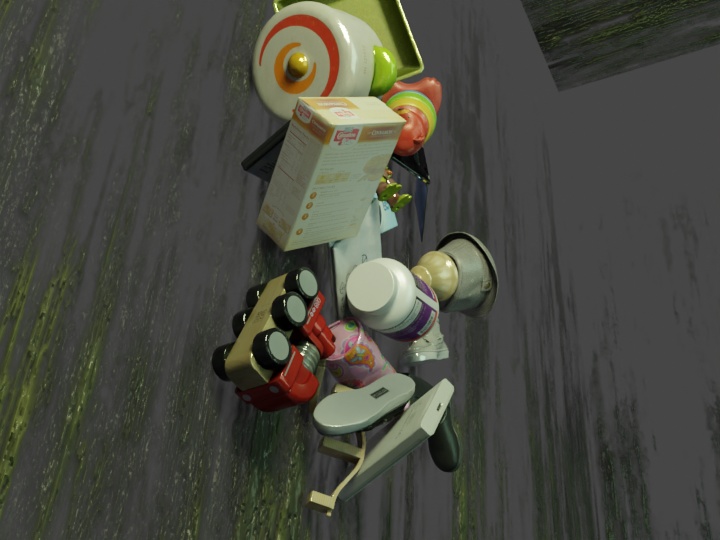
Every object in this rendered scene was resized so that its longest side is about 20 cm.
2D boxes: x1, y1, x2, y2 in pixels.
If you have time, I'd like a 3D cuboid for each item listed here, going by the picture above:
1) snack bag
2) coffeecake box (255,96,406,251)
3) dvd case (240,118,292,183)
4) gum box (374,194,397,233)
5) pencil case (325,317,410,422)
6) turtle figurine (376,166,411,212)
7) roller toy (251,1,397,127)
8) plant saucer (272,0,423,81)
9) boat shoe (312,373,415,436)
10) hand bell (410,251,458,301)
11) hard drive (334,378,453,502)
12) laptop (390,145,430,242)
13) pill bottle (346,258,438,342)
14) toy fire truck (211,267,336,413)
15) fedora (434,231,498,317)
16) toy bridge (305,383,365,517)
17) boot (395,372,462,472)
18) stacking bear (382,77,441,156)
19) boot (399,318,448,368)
[{"bbox_3d":[0.000,0.000,1.187,0.200,0.021,0.189,-48,139,-54],"label":"snack bag"},{"bbox_3d":[-0.042,-0.137,1.001,0.153,0.200,0.073,-14,48,-47],"label":"coffeecake box"},{"bbox_3d":[-0.066,-0.167,1.067,0.200,0.142,0.018,22,36,-59],"label":"dvd case"},{"bbox_3d":[-0.009,-0.140,1.271,0.200,0.044,0.171,-30,106,-63],"label":"gum box"},{"bbox_3d":[0.007,0.162,1.138,0.200,0.087,0.088,54,35,-39],"label":"pencil case"},{"bbox_3d":[0.021,-0.185,1.216,0.162,0.064,0.200,64,1,28],"label":"turtle figurine"},{"bbox_3d":[-0.066,-0.299,1.073,0.183,0.200,0.140,55,26,10],"label":"roller toy"},{"bbox_3d":[-0.020,-0.383,1.191,0.048,0.199,0.201,66,4,-88],"label":"plant saucer"},{"bbox_3d":[0.008,0.208,1.046,0.200,0.069,0.057,-14,126,-45],"label":"boat shoe"},{"bbox_3d":[0.095,0.023,1.394,0.200,0.104,0.105,-10,88,-50],"label":"hand bell"},{"bbox_3d":[0.051,0.253,1.068,0.026,0.200,0.132,44,31,0],"label":"hard drive"},{"bbox_3d":[0.077,-0.194,1.448,0.200,0.116,0.188,32,27,-20],"label":"laptop"},{"bbox_3d":[0.049,0.047,1.146,0.200,0.112,0.113,34,50,-64],"label":"pill bottle"},{"bbox_3d":[-0.088,0.126,0.947,0.200,0.128,0.176,52,36,-25],"label":"toy fire truck"},{"bbox_3d":[0.198,0.021,1.507,0.090,0.177,0.201,-22,136,-37],"label":"fedora"},{"bbox_3d":[-0.028,0.264,1.045,0.067,0.027,0.200,21,48,-10],"label":"toy bridge"},{"bbox_3d":[0.120,0.283,1.324,0.200,0.065,0.165,36,39,-58],"label":"boot"},{"bbox_3d":[0.087,-0.276,1.327,0.200,0.121,0.114,-74,161,-60],"label":"stacking bear"},{"bbox_3d":[0.116,0.134,1.391,0.200,0.073,0.096,12,63,-71],"label":"boot"}]
